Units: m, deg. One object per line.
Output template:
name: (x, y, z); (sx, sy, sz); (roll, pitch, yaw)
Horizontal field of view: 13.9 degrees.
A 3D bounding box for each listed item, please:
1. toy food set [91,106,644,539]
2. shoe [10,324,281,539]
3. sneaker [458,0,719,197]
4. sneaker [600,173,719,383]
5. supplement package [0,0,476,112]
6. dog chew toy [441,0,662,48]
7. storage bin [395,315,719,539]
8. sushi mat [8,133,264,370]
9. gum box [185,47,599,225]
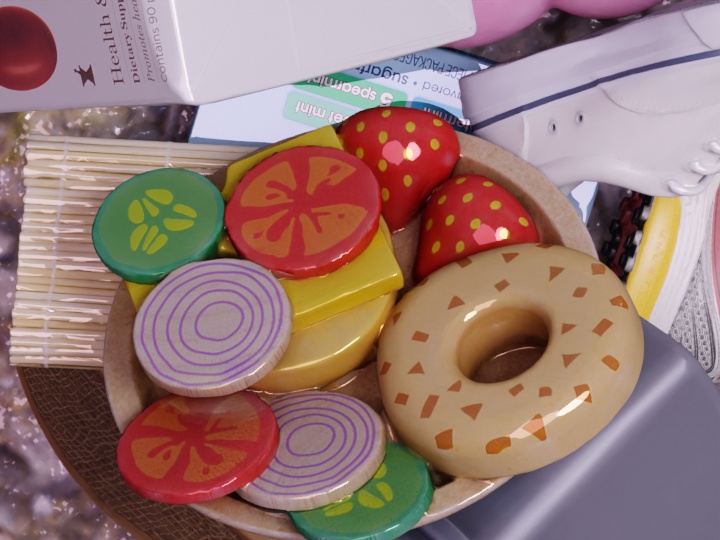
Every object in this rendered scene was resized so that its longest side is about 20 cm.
toy food set: (-0.006, 0.019, 1.109); (0.198, 0.049, 0.200); (-23, 52, -4)
shoe: (-0.064, 0.083, 1.204); (0.200, 0.053, 0.070); (46, 136, 7)
sneaker: (0.129, -0.067, 1.132); (0.200, 0.073, 0.071); (-15, 97, 43)
sneaker: (0.160, -0.048, 1.211); (0.082, 0.078, 0.200); (18, 102, -7)
supplement package: (-0.088, -0.163, 1.107); (0.200, 0.147, 0.192); (0, 102, 49)
dog chew toy: (0.084, -0.153, 1.167); (0.200, 0.125, 0.125); (-3, 95, 14)
storage bin: (0.098, 0.110, 1.160); (0.134, 0.146, 0.200); (-44, 129, -7)
sushi mat: (-0.038, -0.003, 1.181); (0.200, 0.012, 0.096); (3, 76, -5)
gum box: (0.000, 0.000, 1.235); (0.170, 0.045, 0.200); (18, 97, 3)
